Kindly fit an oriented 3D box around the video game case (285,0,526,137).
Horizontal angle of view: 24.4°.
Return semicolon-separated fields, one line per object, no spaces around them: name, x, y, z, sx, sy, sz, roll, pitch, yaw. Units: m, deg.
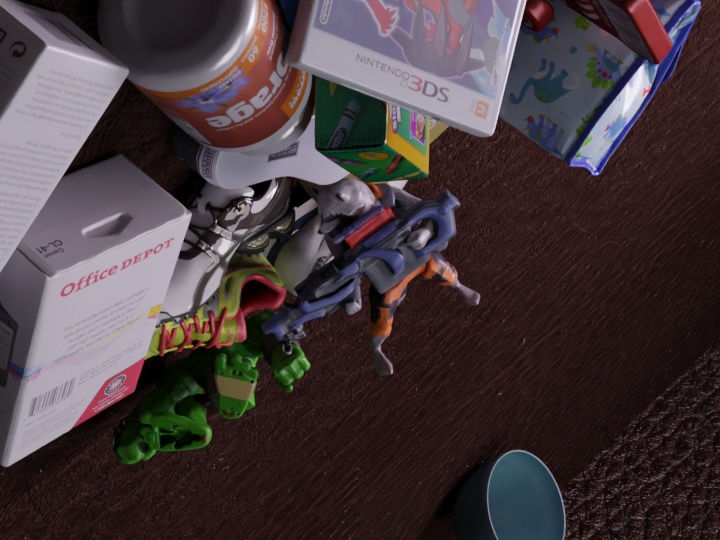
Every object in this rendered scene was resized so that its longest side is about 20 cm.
video game case;0.047;-0.215;1.182;0.182;0.023;0.201;16;86;-36

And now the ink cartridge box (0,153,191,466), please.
ink cartridge box;-0.223;0.029;1.250;0.147;0.086;0.201;-29;149;-46

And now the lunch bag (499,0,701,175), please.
lunch bag;0.213;-0.223;1.636;0.200;0.170;0.127;-58;159;12

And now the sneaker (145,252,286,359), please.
sneaker;-0.142;0.036;1.431;0.200;0.090;0.078;-37;156;-34

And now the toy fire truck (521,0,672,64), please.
toy fire truck;0.194;-0.273;1.489;0.112;0.168;0.200;-50;148;-2

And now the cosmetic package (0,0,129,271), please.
cosmetic package;-0.245;-0.070;1.049;0.200;0.071;0.101;-55;160;11

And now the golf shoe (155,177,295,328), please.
golf shoe;-0.133;-0.034;1.375;0.200;0.078;0.095;-44;150;-38

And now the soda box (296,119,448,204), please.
soda box;0.026;-0.138;1.476;0.200;0.068;0.064;-42;153;3

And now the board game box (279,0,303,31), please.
board game box;-0.015;-0.254;1.175;0.158;0.039;0.201;-27;109;-29

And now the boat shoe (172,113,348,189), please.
boat shoe;-0.069;-0.108;1.355;0.200;0.056;0.069;-10;122;-51

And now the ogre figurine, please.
ogre figurine;-0.133;0.100;1.515;0.200;0.098;0.120;-49;-166;24

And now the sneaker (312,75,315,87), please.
sneaker;0.015;-0.194;1.403;0.200;0.074;0.082;-38;163;-19

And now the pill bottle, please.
pill bottle;-0.098;-0.150;1.171;0.112;0.112;0.200;-51;160;-1

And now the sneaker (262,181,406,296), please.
sneaker;-0.008;-0.041;1.554;0.200;0.080;0.077;-43;157;-33

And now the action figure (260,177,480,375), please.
action figure;0.000;0.000;1.464;0.199;0.105;0.194;-29;129;-3

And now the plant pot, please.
plant pot;0.233;0.416;2.818;0.134;0.201;0.200;-22;-176;42

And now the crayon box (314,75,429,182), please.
crayon box;0.012;-0.178;1.281;0.119;0.058;0.201;25;64;-70
